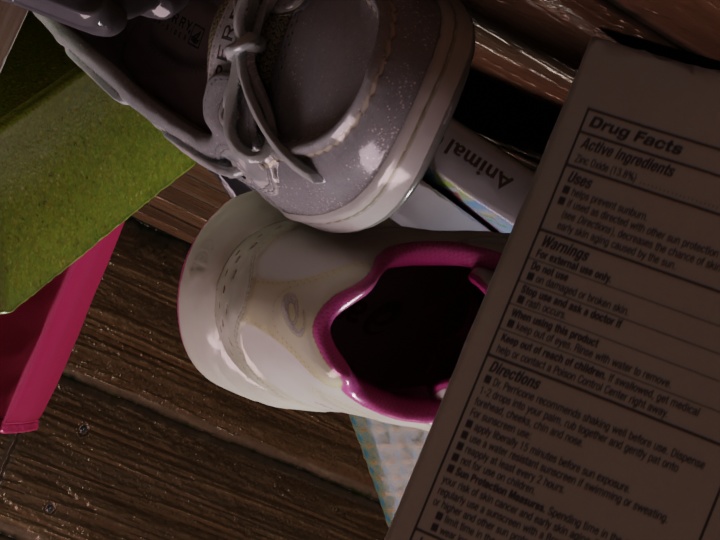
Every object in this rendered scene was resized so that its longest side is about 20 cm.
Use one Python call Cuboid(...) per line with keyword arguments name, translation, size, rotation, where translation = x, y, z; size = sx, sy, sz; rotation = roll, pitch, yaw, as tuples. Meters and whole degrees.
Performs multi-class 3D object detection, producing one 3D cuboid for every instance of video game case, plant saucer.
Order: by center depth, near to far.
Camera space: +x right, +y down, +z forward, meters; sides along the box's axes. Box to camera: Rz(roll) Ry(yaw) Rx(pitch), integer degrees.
Cuboid(name="video game case", translation=(0.034, -0.029, 1.044), size=(0.182, 0.022, 0.200), rotation=(34, 177, 5))
Cuboid(name="plant saucer", translation=(-0.166, -0.077, 1.108), size=(0.199, 0.048, 0.200), rotation=(22, -147, 17))

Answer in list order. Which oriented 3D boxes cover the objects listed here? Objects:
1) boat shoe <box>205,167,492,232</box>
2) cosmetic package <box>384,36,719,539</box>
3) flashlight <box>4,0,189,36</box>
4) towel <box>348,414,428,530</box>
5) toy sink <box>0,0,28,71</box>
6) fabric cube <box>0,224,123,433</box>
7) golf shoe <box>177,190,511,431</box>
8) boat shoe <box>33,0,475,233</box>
Cuboid(name="boat shoe", translation=(0.000, 0.000, 0.980), size=(0.200, 0.068, 0.072), rotation=(36, 177, -32))
Cuboid(name="cosmetic package", translation=(0.080, 0.055, 0.772), size=(0.103, 0.201, 0.087), rotation=(22, 179, 39))
Cuboid(name="flashlight", translation=(-0.122, -0.111, 0.646), size=(0.199, 0.068, 0.068), rotation=(21, 178, 22))
Cuboid(name="towel", translation=(0.059, 0.058, 1.212), size=(0.146, 0.022, 0.201), rotation=(-1, 122, 31))
Cuboid(name="toy sink", translation=(-0.187, -0.090, 0.925), size=(0.112, 0.131, 0.200), rotation=(25, 178, -24))
Cuboid(name="fabric cube", translation=(-0.248, -0.034, 1.744), size=(0.199, 0.200, 0.196), rotation=(23, 178, -1))
Cuboid(name="golf shoe", translation=(0.050, 0.024, 0.857), size=(0.199, 0.076, 0.091), rotation=(5, -175, -24))
Cuboid(name="boat shoe", translation=(-0.034, -0.062, 0.825), size=(0.065, 0.075, 0.202), rotation=(20, -174, -29))
